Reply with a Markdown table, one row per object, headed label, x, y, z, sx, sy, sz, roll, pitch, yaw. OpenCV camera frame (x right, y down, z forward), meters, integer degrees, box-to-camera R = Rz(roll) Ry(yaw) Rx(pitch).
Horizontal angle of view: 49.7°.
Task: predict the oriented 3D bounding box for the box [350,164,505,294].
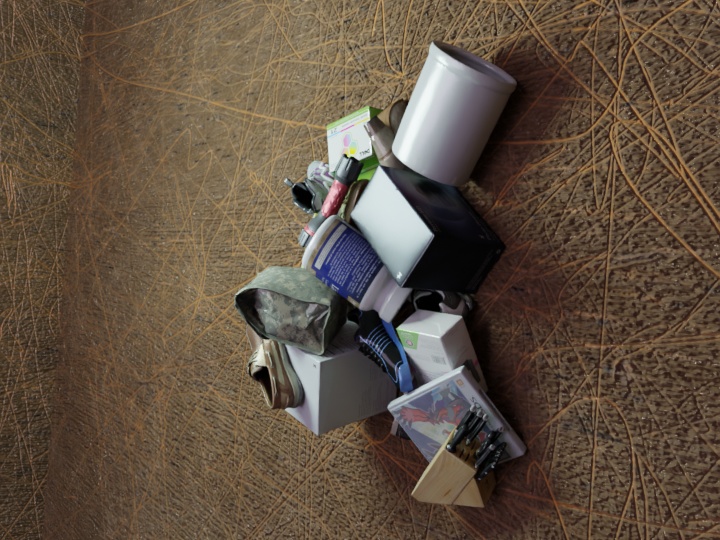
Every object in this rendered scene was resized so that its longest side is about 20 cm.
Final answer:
| label | x | y | z | sx | sy | sz | roll | pitch | yaw |
| --- | --- | --- | --- | --- | --- | --- | --- | --- | --- |
| box | 0.120 | -0.072 | 1.396 | 0.125 | 0.195 | 0.201 | -58 | 48 | 28 |

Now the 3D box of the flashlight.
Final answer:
| label | x | y | z | sx | sy | sz | roll | pitch | yaw |
| --- | --- | --- | --- | --- | --- | --- | --- | --- | --- |
| flashlight | -0.058 | -0.133 | 1.563 | 0.067 | 0.067 | 0.204 | 38 | 107 | 44 |

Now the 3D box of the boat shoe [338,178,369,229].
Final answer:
| label | x | y | z | sx | sy | sz | roll | pitch | yaw |
| --- | --- | --- | --- | --- | --- | --- | --- | --- | --- |
| boat shoe | -0.026 | -0.110 | 1.641 | 0.062 | 0.073 | 0.203 | 37 | 127 | 27 |

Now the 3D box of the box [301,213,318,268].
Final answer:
| label | x | y | z | sx | sy | sz | roll | pitch | yaw |
| --- | --- | --- | --- | --- | --- | --- | --- | --- | --- |
| box | -0.099 | -0.012 | 1.646 | 0.075 | 0.049 | 0.206 | 132 | 149 | -75 |

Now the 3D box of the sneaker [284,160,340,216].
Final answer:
| label | x | y | z | sx | sy | sz | roll | pitch | yaw |
| --- | --- | --- | --- | --- | --- | --- | --- | --- | --- |
| sneaker | -0.114 | -0.189 | 1.721 | 0.079 | 0.137 | 0.202 | -58 | 40 | 26 |

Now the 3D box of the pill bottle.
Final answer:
| label | x | y | z | sx | sy | sz | roll | pitch | yaw |
| --- | --- | --- | --- | --- | --- | --- | --- | --- | --- |
| pill bottle | 0.000 | 0.000 | 1.420 | 0.198 | 0.116 | 0.117 | 35 | 117 | 8 |

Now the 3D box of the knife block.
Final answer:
| label | x | y | z | sx | sy | sz | roll | pitch | yaw |
| --- | --- | --- | --- | --- | --- | --- | --- | --- | --- |
| knife block | 0.160 | 0.316 | 1.339 | 0.196 | 0.064 | 0.179 | -6 | 114 | 36 |

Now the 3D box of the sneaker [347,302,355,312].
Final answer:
| label | x | y | z | sx | sy | sz | roll | pitch | yaw |
| --- | --- | --- | --- | --- | --- | --- | --- | --- | --- |
| sneaker | -0.056 | 0.045 | 1.678 | 0.073 | 0.086 | 0.204 | -37 | 59 | 41 |

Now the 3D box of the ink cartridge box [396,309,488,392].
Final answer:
| label | x | y | z | sx | sy | sz | roll | pitch | yaw |
| --- | --- | --- | --- | --- | --- | --- | --- | --- | --- |
| ink cartridge box | 0.154 | 0.177 | 1.393 | 0.116 | 0.067 | 0.204 | 8 | 127 | 49 |

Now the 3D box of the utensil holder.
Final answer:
| label | x | y | z | sx | sy | sz | roll | pitch | yaw |
| --- | --- | --- | --- | --- | --- | --- | --- | --- | --- |
| utensil holder | 0.164 | -0.278 | 1.392 | 0.170 | 0.167 | 0.204 | 47 | 123 | 41 |

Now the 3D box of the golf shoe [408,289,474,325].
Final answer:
| label | x | y | z | sx | sy | sz | roll | pitch | yaw |
| --- | --- | --- | --- | --- | --- | --- | --- | --- | --- |
| golf shoe | 0.122 | 0.043 | 1.464 | 0.198 | 0.093 | 0.080 | 22 | 104 | 50 |

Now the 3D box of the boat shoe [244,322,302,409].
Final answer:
| label | x | y | z | sx | sy | sz | roll | pitch | yaw |
| --- | --- | --- | --- | --- | --- | --- | --- | --- | --- |
| boat shoe | -0.181 | 0.178 | 1.495 | 0.202 | 0.070 | 0.077 | 57 | 139 | 30 |

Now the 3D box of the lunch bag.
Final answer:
| label | x | y | z | sx | sy | sz | roll | pitch | yaw |
| --- | --- | --- | --- | --- | --- | --- | --- | --- | --- |
| lunch bag | -0.132 | 0.063 | 1.499 | 0.195 | 0.164 | 0.121 | 15 | 111 | 10 |

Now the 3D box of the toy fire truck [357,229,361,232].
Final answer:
| label | x | y | z | sx | sy | sz | roll | pitch | yaw |
| --- | --- | --- | --- | --- | --- | --- | --- | --- | --- |
| toy fire truck | 0.028 | 0.002 | 1.552 | 0.200 | 0.110 | 0.172 | -33 | 74 | 63 |

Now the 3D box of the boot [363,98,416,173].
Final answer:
| label | x | y | z | sx | sy | sz | roll | pitch | yaw |
| --- | --- | --- | --- | --- | --- | --- | --- | --- | --- |
| boot | 0.080 | -0.251 | 1.538 | 0.070 | 0.200 | 0.147 | -33 | 98 | 37 |

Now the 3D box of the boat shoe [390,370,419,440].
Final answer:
| label | x | y | z | sx | sy | sz | roll | pitch | yaw |
| --- | --- | --- | --- | --- | --- | --- | --- | --- | --- |
| boat shoe | 0.118 | 0.233 | 1.490 | 0.061 | 0.073 | 0.205 | 22 | 102 | 10 |

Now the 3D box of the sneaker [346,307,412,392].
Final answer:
| label | x | y | z | sx | sy | sz | roll | pitch | yaw |
| --- | --- | --- | --- | --- | --- | --- | --- | --- | --- |
| sneaker | 0.035 | 0.146 | 1.440 | 0.071 | 0.076 | 0.203 | 80 | 170 | -51 |

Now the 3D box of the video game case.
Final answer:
| label | x | y | z | sx | sy | sz | roll | pitch | yaw |
| --- | --- | --- | --- | --- | --- | --- | --- | --- | --- |
| video game case | 0.165 | 0.276 | 1.368 | 0.183 | 0.023 | 0.199 | 52 | 133 | -4 |

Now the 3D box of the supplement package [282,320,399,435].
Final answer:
| label | x | y | z | sx | sy | sz | roll | pitch | yaw |
| --- | --- | --- | --- | --- | --- | --- | --- | --- | --- |
| supplement package | -0.045 | 0.202 | 1.544 | 0.149 | 0.196 | 0.156 | 24 | 118 | 48 |

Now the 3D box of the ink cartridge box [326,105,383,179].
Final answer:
| label | x | y | z | sx | sy | sz | roll | pitch | yaw |
| --- | --- | --- | --- | --- | --- | --- | --- | --- | --- |
| ink cartridge box | 0.005 | -0.222 | 1.640 | 0.146 | 0.074 | 0.206 | -14 | 76 | 48 |
